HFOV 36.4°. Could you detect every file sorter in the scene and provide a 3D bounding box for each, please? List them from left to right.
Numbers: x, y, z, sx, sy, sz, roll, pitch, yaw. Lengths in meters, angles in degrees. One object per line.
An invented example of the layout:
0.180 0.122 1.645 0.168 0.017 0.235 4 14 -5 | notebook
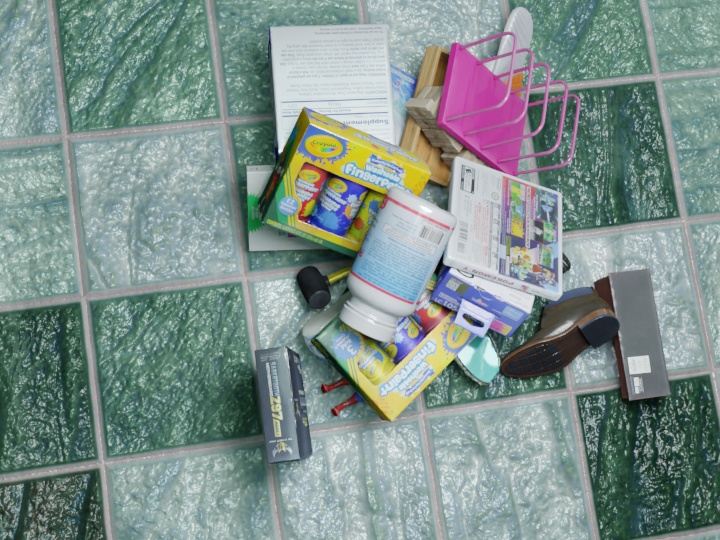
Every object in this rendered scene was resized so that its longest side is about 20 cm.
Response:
0.234 -0.251 1.676 0.199 0.125 0.140 30 63 -42 | file sorter

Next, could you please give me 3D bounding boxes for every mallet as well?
0.000 0.000 1.693 0.198 0.041 0.066 -20 47 1 | mallet

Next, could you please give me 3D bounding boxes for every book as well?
-0.075 -0.100 1.690 0.198 0.048 0.135 -3 121 -7 | book

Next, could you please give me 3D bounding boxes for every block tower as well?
0.151 -0.205 1.720 0.058 0.054 0.200 -54 125 -19 | block tower

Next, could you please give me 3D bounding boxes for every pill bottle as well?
0.048 -0.007 1.538 0.108 0.109 0.201 25 96 -4 | pill bottle

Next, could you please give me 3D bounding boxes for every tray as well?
0.123 -0.244 1.749 0.098 0.037 0.202 18 84 -39 | tray

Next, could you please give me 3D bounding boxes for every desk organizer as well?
0.433 0.105 1.754 0.071 0.077 0.202 -6 82 -10 | desk organizer

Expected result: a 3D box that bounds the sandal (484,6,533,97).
0.229 -0.329 1.799 0.079 0.059 0.209 19 88 -42 | sandal

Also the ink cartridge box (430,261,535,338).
0.189 0.004 1.612 0.136 0.077 0.201 27 48 -4 | ink cartridge box

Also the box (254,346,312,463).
-0.110 0.196 1.593 0.050 0.200 0.159 -8 81 2 | box

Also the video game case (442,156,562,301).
0.212 -0.063 1.609 0.181 0.023 0.201 18 50 -11 | video game case

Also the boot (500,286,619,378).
0.310 0.099 1.751 0.199 0.097 0.075 -25 124 11 | boot

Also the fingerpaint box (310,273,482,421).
0.054 0.095 1.633 0.200 0.073 0.167 -43 92 -11 | fingerpaint box

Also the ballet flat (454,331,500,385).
0.150 0.088 1.720 0.071 0.072 0.201 -34 90 -12 | ballet flat

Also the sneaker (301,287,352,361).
-0.002 0.063 1.704 0.199 0.072 0.073 -37 117 -14 | sneaker

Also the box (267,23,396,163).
-0.046 -0.265 1.679 0.182 0.105 0.202 -3 83 -8 | box

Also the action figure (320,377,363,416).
0.039 0.159 1.702 0.199 0.052 0.066 -26 82 -14 | action figure

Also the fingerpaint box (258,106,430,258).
-0.025 -0.119 1.599 0.199 0.074 0.168 21 112 -20 | fingerpaint box

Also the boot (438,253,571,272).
0.220 -0.019 1.740 0.210 0.079 0.159 -28 86 -12 | boot

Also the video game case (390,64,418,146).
0.002 -0.253 1.762 0.199 0.045 0.182 27 79 -4 | video game case
